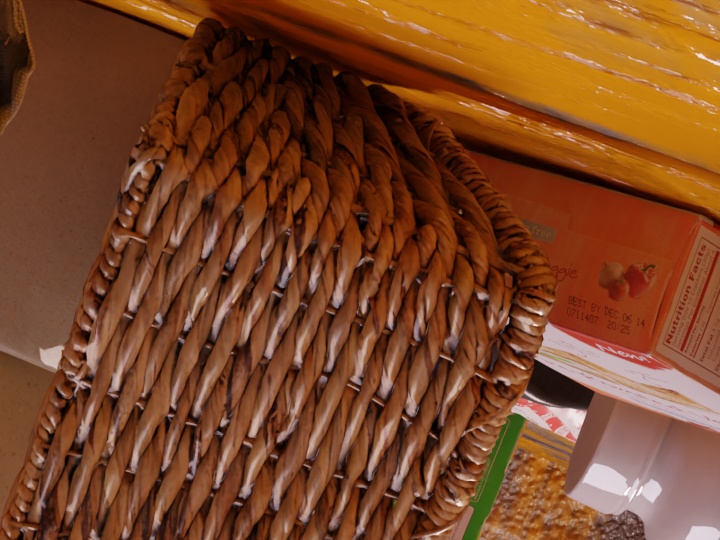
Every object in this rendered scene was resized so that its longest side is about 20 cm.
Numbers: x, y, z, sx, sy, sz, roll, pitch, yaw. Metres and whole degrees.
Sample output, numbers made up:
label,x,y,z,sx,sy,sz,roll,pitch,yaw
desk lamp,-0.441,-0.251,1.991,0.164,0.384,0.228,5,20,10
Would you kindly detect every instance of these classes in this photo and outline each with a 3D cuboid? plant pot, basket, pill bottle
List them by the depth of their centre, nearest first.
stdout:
label,x,y,z,sx,sy,sz,roll,pitch,yaw
basket,-0.026,0.032,1.053,0.149,0.200,0.143,20,-155,-2
plant pot,-0.093,-0.018,1.226,0.200,0.135,0.200,21,176,2
pill bottle,0.198,0.097,1.322,0.200,0.113,0.113,22,176,-2

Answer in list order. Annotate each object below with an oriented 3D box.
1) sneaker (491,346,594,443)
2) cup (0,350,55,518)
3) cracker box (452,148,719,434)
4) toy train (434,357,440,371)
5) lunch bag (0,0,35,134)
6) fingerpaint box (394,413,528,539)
label,x,y,z,sx,sy,sz,roll,pitch,yaw
sneaker,0.121,0.063,1.596,0.201,0.067,0.108,29,173,-34
cup,-0.216,0.046,1.301,0.200,0.200,0.144,18,137,39
cracker box,0.109,0.017,1.151,0.134,0.058,0.200,18,173,37
toy train,0.000,0.000,1.426,0.116,0.085,0.200,38,179,-7
lunch bag,-0.196,-0.104,0.816,0.200,0.118,0.164,31,170,-35
fingerpaint box,0.038,0.116,1.759,0.073,0.200,0.167,23,176,-3
